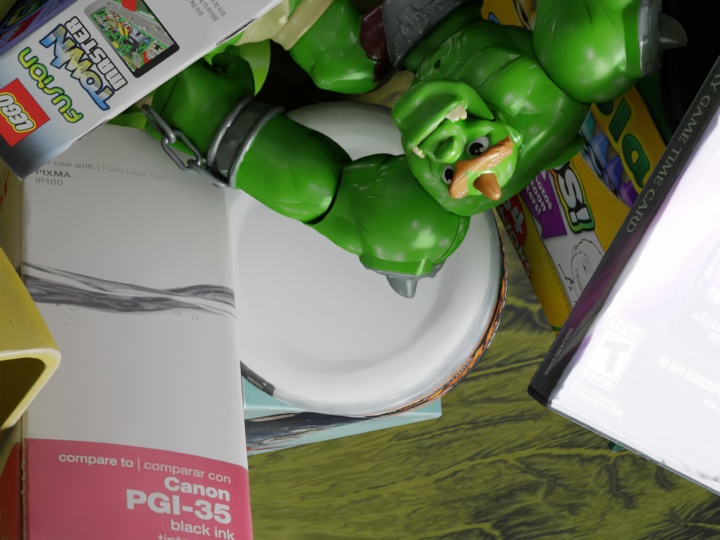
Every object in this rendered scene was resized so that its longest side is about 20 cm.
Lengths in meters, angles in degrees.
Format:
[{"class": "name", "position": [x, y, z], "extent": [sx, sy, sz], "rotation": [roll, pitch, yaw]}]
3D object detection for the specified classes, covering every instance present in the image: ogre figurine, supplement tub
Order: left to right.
[{"class": "supplement tub", "position": [0.000, 0.000, 1.143], "extent": [0.122, 0.123, 0.200], "rotation": [-24, 175, 3]}, {"class": "ogre figurine", "position": [0.026, -0.078, 0.934], "extent": [0.200, 0.120, 0.098], "rotation": [-42, 177, 7]}]

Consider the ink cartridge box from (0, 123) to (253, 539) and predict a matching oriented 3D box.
[{"class": "ink cartridge box", "position": [-0.097, 0.065, 0.971], "extent": [0.082, 0.201, 0.147], "rotation": [8, 136, -15]}]

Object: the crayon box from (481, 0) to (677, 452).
[{"class": "crayon box", "position": [0.093, -0.059, 1.034], "extent": [0.058, 0.201, 0.173], "rotation": [-18, 157, -15]}]

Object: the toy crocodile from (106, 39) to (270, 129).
[{"class": "toy crocodile", "position": [-0.088, -0.068, 1.036], "extent": [0.067, 0.062, 0.200], "rotation": [-6, 148, -34]}]

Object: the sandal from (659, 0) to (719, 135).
[{"class": "sandal", "position": [0.131, -0.132, 0.952], "extent": [0.075, 0.202, 0.048], "rotation": [8, 169, -4]}]

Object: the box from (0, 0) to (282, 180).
[{"class": "box", "position": [-0.051, -0.106, 0.851], "extent": [0.110, 0.035, 0.200], "rotation": [-32, -164, 20]}]

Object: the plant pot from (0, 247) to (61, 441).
[{"class": "plant pot", "position": [-0.244, 0.009, 0.891], "extent": [0.199, 0.177, 0.200], "rotation": [-5, 152, -35]}]

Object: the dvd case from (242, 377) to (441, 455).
[{"class": "dvd case", "position": [-0.081, 0.075, 1.315], "extent": [0.199, 0.022, 0.146], "rotation": [-12, 169, 38]}]

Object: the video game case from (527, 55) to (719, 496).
[{"class": "video game case", "position": [0.159, -0.017, 0.920], "extent": [0.142, 0.019, 0.201], "rotation": [27, 96, -31]}]
